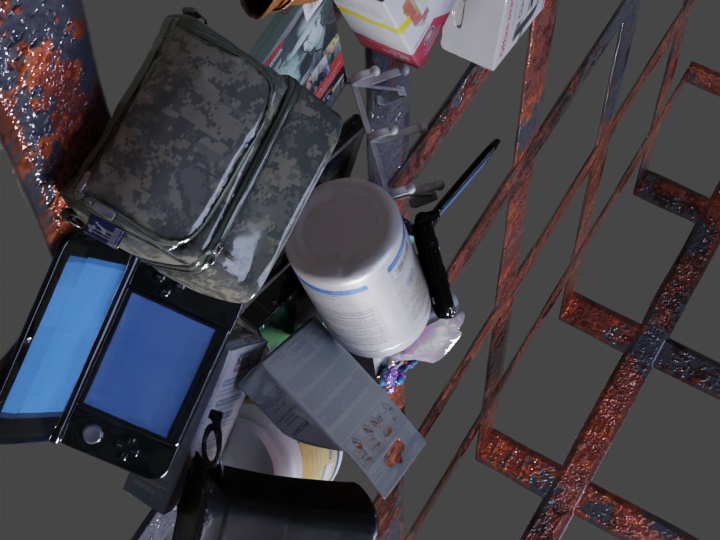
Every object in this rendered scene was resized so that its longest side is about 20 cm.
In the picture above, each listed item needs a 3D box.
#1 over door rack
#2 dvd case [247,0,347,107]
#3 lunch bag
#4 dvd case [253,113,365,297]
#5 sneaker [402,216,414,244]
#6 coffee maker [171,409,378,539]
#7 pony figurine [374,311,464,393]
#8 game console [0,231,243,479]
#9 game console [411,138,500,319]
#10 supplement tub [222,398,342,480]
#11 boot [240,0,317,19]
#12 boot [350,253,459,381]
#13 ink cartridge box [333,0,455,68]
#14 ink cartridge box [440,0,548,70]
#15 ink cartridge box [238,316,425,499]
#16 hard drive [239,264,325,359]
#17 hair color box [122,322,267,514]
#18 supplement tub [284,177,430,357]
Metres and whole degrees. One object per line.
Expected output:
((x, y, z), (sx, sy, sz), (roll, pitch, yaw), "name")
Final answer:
((0.051, -0.154, 1.507), (0.200, 0.066, 0.149), (-5, 78, -78), "over door rack")
((-0.067, -0.195, 1.335), (0.147, 0.022, 0.200), (-58, 164, -18), "dvd case")
((-0.136, -0.091, 1.080), (0.167, 0.139, 0.201), (34, 80, -31), "lunch bag")
((-0.064, -0.074, 1.481), (0.200, 0.025, 0.151), (-48, 164, -47), "dvd case")
((0.017, -0.018, 1.750), (0.087, 0.077, 0.200), (-62, 163, 20), "sneaker")
((-0.086, 0.268, 1.397), (0.135, 0.198, 0.193), (-107, -147, -51), "coffee maker")
((0.031, 0.099, 1.877), (0.199, 0.166, 0.194), (-18, 142, -48), "pony figurine")
((-0.214, 0.082, 1.154), (0.201, 0.169, 0.118), (-65, -170, 6), "game console")
((0.122, -0.042, 1.515), (0.200, 0.115, 0.178), (54, 21, -87), "game console")
((-0.118, 0.226, 1.585), (0.146, 0.144, 0.200), (-67, 163, 12), "supplement tub")
((-0.043, -0.325, 1.155), (0.155, 0.076, 0.201), (-39, 158, -46), "boot")
((0.049, 0.092, 1.767), (0.199, 0.166, 0.066), (-32, -173, -20), "boot")
((0.043, -0.319, 1.369), (0.146, 0.083, 0.200), (-62, 163, -3), "ink cartridge box")
((0.192, -0.383, 1.718), (0.200, 0.083, 0.145), (-51, 160, -34), "ink cartridge box")
((-0.027, 0.160, 1.477), (0.047, 0.200, 0.160), (-42, 179, 26), "ink cartridge box")
((-0.051, 0.030, 1.584), (0.200, 0.038, 0.140), (-46, 148, -16), "hard drive")
((-0.181, 0.159, 1.444), (0.201, 0.060, 0.099), (-67, 163, 12), "hair color box")
((0.000, 0.000, 1.455), (0.133, 0.131, 0.200), (-57, 155, -18), "supplement tub")
